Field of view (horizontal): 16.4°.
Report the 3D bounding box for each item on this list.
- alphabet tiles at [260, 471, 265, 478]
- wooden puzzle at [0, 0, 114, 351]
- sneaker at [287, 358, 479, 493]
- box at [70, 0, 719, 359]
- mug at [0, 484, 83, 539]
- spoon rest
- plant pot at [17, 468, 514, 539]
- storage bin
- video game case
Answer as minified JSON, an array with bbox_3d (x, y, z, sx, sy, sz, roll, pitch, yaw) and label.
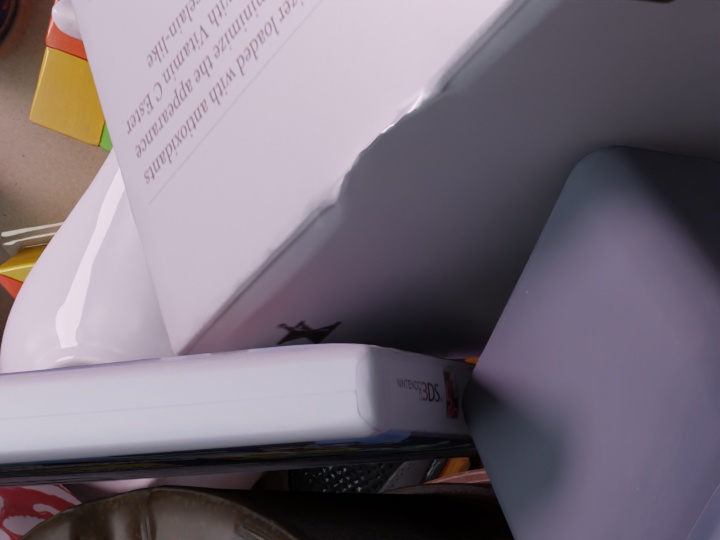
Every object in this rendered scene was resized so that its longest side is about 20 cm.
[{"bbox_3d":[-0.112,0.016,0.901,0.195,0.015,0.201,31,94,12],"label":"alphabet tiles"},{"bbox_3d":[-0.120,-0.044,0.847,0.199,0.046,0.186,22,113,15],"label":"wooden puzzle"},{"bbox_3d":[0.000,0.000,0.811,0.078,0.077,0.201,31,117,46],"label":"sneaker"},{"bbox_3d":[0.064,-0.079,0.618,0.199,0.199,0.131,-44,55,44],"label":"box"},{"bbox_3d":[-0.168,0.107,0.795,0.200,0.177,0.134,41,140,23],"label":"mug"},{"bbox_3d":[-0.069,-0.003,0.800,0.099,0.061,0.201,15,125,14],"label":"spoon rest"},{"bbox_3d":[-0.003,0.141,0.663,0.199,0.198,0.201,-7,76,28],"label":"plant pot"},{"bbox_3d":[0.125,0.040,0.554,0.146,0.199,0.135,-66,34,30],"label":"storage bin"},{"bbox_3d":[-0.063,0.041,0.646,0.199,0.182,0.023,-5,84,17],"label":"video game case"}]
